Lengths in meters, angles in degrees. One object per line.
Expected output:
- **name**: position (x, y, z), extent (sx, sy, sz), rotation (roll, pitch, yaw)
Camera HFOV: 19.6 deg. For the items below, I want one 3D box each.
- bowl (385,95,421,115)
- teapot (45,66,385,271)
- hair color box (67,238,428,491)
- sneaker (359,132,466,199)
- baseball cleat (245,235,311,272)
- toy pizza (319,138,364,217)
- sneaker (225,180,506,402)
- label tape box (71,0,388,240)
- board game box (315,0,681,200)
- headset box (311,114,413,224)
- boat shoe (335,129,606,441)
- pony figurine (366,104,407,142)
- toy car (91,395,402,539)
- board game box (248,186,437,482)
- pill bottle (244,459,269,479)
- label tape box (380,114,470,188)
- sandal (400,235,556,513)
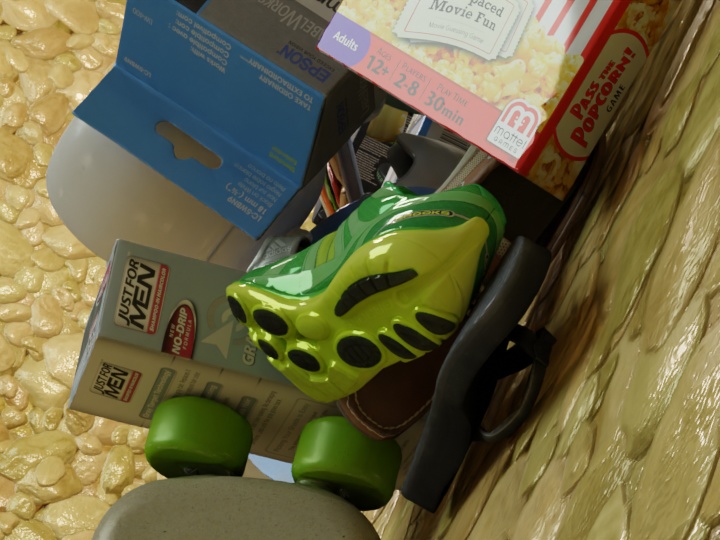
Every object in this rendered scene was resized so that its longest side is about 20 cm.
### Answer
- **bowl**: position (0.074, -0.183, 1.294), extent (0.202, 0.200, 0.105), rotation (-64, 23, 8)
- **teapot**: position (-0.090, -0.058, 1.292), extent (0.197, 0.146, 0.200), rotation (-44, -6, -7)
- **hair color box**: position (-0.047, 0.053, 1.103), extent (0.099, 0.198, 0.061), rotation (122, 159, -59)
- **sneaker**: position (0.027, 0.000, 1.334), extent (0.075, 0.087, 0.201), rotation (123, 170, -57)
- **baseball cleat**: position (0.000, 0.000, 1.189), extent (0.200, 0.107, 0.070), rotation (-43, -16, 9)
- **toy pizza**: position (-0.027, -0.104, 1.425), extent (0.200, 0.031, 0.202), rotation (-13, -90, -89)
- **sneaker**: position (0.006, 0.008, 0.977), extent (0.084, 0.074, 0.200), rotation (-44, 14, -30)
- **label tape box**: position (-0.052, -0.138, 1.179), extent (0.200, 0.144, 0.063), rotation (-50, -20, -21)
- **board game box**: position (0.087, -0.157, 1.001), extent (0.046, 0.151, 0.201), rotation (26, -84, -51)
- **headset box**: position (0.047, -0.137, 1.857), extent (0.201, 0.092, 0.174), rotation (-62, 5, 25)
- **boat shoe**: position (0.054, -0.006, 1.025), extent (0.201, 0.075, 0.072), rotation (-58, 12, -6)
- **pony figurine**: position (0.056, -0.199, 1.418), extent (0.193, 0.166, 0.202), rotation (-17, -57, -59)
- **toy car**: position (-0.048, 0.188, 1.099), extent (0.200, 0.156, 0.165), rotation (71, -150, -57)
- **board game box**: position (0.009, 0.046, 1.250), extent (0.157, 0.039, 0.201), rotation (9, 68, 44)
- **pill bottle**: position (-0.066, 0.123, 1.590), extent (0.116, 0.115, 0.200), rotation (-62, 4, 29)
- **label tape box**: position (0.047, -0.058, 1.576), extent (0.144, 0.066, 0.200), rotation (-66, 6, -15)
- **sandal**: position (0.063, 0.050, 0.955), extent (0.076, 0.043, 0.201), rotation (-59, -9, -29)
